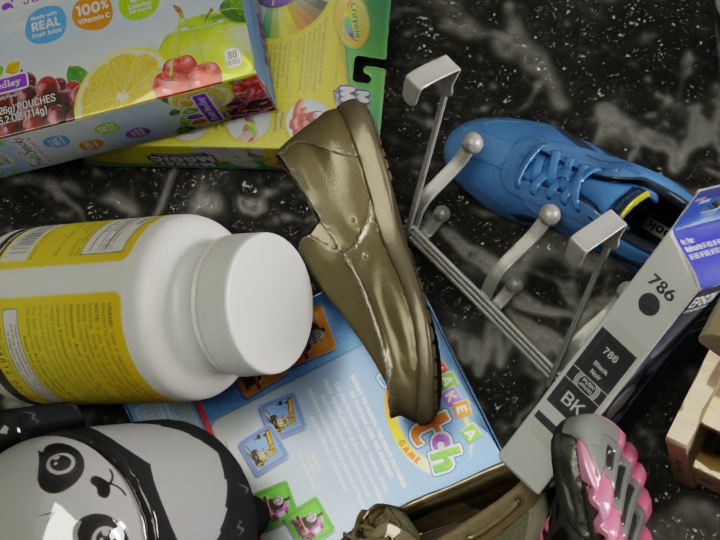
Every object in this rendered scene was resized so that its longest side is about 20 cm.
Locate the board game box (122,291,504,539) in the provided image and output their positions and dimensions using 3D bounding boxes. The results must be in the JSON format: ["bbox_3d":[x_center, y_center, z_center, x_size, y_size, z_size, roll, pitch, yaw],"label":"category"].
[{"bbox_3d":[-0.028,0.100,1.348,0.199,0.037,0.152,-27,71,3],"label":"board game box"}]

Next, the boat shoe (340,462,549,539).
[{"bbox_3d":[0.017,0.164,1.277,0.199,0.065,0.072,-18,28,-11],"label":"boat shoe"}]

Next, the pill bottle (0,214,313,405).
[{"bbox_3d":[-0.131,0.024,1.314,0.199,0.111,0.112,-4,72,37],"label":"pill bottle"}]

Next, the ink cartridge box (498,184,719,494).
[{"bbox_3d":[0.164,0.037,1.254,0.039,0.099,0.201,42,116,19],"label":"ink cartridge box"}]

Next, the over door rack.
[{"bbox_3d":[0.093,-0.029,1.281,0.067,0.200,0.148,-39,70,-18],"label":"over door rack"}]

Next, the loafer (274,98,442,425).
[{"bbox_3d":[0.000,0.000,1.308,0.067,0.076,0.201,-16,75,2],"label":"loafer"}]

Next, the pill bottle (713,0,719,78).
[{"bbox_3d":[0.262,-0.155,1.279,0.113,0.200,0.115,-3,73,10],"label":"pill bottle"}]

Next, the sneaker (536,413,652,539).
[{"bbox_3d":[0.119,0.171,1.242,0.095,0.079,0.201,0,117,25],"label":"sneaker"}]

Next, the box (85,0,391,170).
[{"bbox_3d":[-0.079,-0.126,1.417,0.199,0.048,0.118,2,74,14],"label":"box"}]

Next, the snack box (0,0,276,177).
[{"bbox_3d":[-0.166,-0.164,1.387,0.199,0.068,0.170,-12,71,7],"label":"snack box"}]

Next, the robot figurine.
[{"bbox_3d":[-0.135,0.146,1.230,0.149,0.200,0.126,8,95,31],"label":"robot figurine"}]

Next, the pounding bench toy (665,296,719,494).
[{"bbox_3d":[0.265,0.077,1.213,0.155,0.200,0.125,26,80,17],"label":"pounding bench toy"}]

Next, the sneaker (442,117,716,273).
[{"bbox_3d":[0.138,-0.050,1.339,0.199,0.078,0.066,27,82,18],"label":"sneaker"}]
